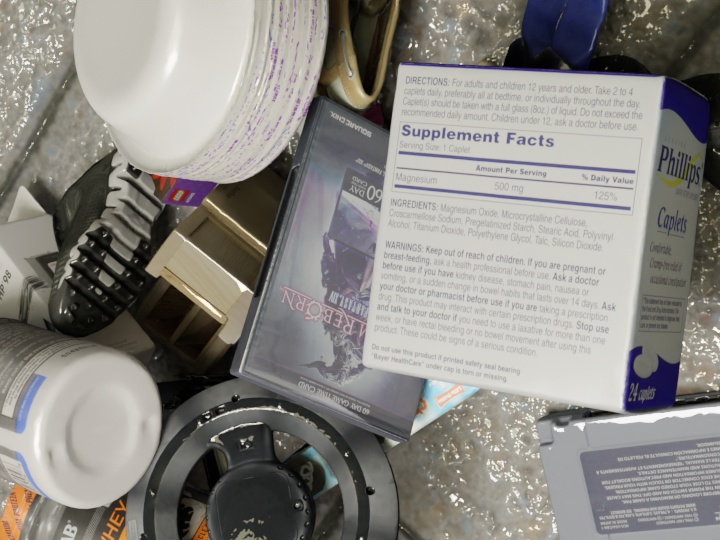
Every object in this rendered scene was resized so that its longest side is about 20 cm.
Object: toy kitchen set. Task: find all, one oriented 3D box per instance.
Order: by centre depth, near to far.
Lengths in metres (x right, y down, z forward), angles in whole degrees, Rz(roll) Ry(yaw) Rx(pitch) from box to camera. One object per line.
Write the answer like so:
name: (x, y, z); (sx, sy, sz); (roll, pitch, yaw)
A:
toy kitchen set: (-0.085, 0.047, 1.070); (0.163, 0.200, 0.181); (38, 114, -2)

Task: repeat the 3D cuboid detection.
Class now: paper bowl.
paper bowl: (-0.120, -0.162, 0.966); (0.200, 0.104, 0.202); (-4, 84, 49)

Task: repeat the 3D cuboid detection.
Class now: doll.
doll: (0.123, -0.134, 1.001); (0.136, 0.048, 0.201); (25, 101, 51)

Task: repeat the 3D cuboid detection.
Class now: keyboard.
keyboard: (-0.096, 0.106, 1.121); (0.199, 0.104, 0.040); (-9, 70, 35)

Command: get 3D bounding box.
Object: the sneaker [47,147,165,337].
sneaker: (-0.208, -0.023, 1.127); (0.090, 0.200, 0.066); (-20, 131, 37)

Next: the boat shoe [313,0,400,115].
boat shoe: (0.006, -0.207, 1.011); (0.076, 0.071, 0.201); (-10, 76, 58)

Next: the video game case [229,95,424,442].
video game case: (0.000, 0.000, 0.980); (0.019, 0.143, 0.201); (-11, 59, 55)

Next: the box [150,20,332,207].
box: (-0.108, -0.162, 1.062); (0.200, 0.039, 0.137); (-49, 51, 36)

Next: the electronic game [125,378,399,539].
electronic game: (-0.071, 0.175, 1.018); (0.199, 0.042, 0.201); (-2, 77, 8)

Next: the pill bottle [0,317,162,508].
pill bottle: (-0.248, 0.096, 1.047); (0.200, 0.114, 0.114); (11, 108, 42)

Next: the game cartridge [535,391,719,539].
game cartridge: (0.238, 0.160, 1.055); (0.199, 0.041, 0.134); (-9, 95, 24)

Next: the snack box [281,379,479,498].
snack box: (0.023, 0.109, 1.085); (0.200, 0.116, 0.037); (-36, 88, 25)

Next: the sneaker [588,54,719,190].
sneaker: (0.233, -0.090, 0.975); (0.200, 0.104, 0.060); (18, 75, 51)

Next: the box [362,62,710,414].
box: (0.112, -0.023, 0.908); (0.183, 0.105, 0.201); (8, 92, 31)

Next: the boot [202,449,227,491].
boot: (-0.146, 0.225, 1.200); (0.153, 0.073, 0.204); (-10, 102, 18)

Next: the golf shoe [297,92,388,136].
golf shoe: (-0.038, -0.141, 1.082); (0.091, 0.075, 0.201); (-12, 90, 33)

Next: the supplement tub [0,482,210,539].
supplement tub: (-0.168, 0.215, 1.098); (0.199, 0.123, 0.123); (20, 109, 9)

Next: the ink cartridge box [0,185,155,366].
ink cartridge box: (-0.265, 0.039, 1.173); (0.200, 0.067, 0.116); (47, 130, 24)
